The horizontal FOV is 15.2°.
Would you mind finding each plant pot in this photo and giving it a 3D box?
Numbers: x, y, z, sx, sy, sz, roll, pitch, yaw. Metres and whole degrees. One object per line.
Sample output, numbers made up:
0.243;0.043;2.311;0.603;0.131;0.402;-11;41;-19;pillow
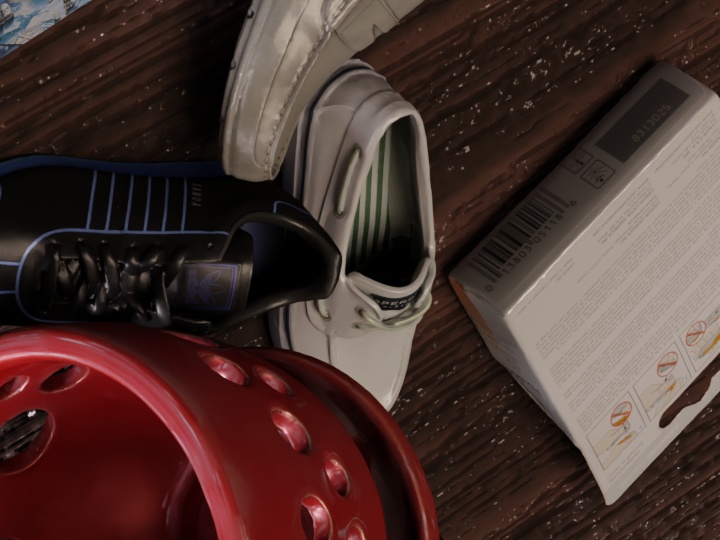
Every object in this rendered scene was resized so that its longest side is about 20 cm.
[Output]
-0.080;0.119;1.137;0.182;0.200;0.201;-4;118;-59;plant pot

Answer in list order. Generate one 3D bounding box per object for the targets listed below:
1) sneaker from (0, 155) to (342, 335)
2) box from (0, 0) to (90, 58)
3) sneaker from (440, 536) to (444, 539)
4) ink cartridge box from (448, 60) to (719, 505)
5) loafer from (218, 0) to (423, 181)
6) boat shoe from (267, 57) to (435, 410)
-0.099;-0.007;1.156;0.200;0.078;0.070;-10;120;-37;sneaker
-0.119;-0.177;1.067;0.200;0.040;0.137;-35;134;-20;box
-0.024;0.141;1.317;0.200;0.075;0.078;31;96;-45;sneaker
0.143;0.009;1.408;0.162;0.050;0.200;-45;144;-11;ink cartridge box
-0.004;-0.126;1.164;0.070;0.070;0.200;23;102;0;loafer
0.000;0.000;1.254;0.073;0.067;0.200;-27;130;-26;boat shoe
